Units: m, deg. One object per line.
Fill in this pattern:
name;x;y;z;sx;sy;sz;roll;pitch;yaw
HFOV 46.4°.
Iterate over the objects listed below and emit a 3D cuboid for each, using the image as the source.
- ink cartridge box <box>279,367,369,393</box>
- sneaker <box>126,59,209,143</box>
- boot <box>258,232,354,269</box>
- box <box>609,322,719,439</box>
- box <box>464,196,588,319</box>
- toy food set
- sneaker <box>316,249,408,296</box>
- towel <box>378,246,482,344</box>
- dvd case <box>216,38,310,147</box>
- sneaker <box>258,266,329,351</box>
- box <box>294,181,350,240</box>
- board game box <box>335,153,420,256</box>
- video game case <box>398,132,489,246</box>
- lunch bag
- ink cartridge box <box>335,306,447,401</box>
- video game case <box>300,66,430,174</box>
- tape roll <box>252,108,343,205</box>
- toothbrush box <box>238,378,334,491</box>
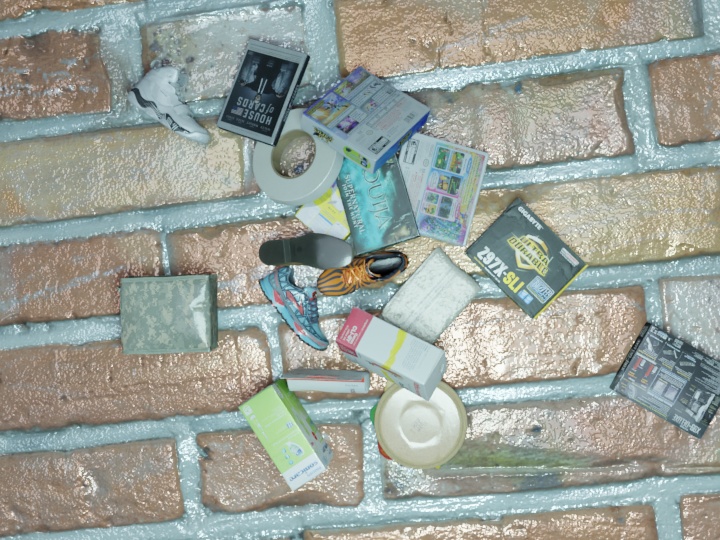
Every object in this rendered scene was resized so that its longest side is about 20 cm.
ink cartridge box;-0.066;0.227;1.677;0.161;0.200;0.050;2;91;5
sneaker;-0.385;-0.356;1.766;0.200;0.075;0.115;33;95;7
boot;-0.104;-0.038;1.734;0.199;0.075;0.074;1;87;16
box;0.631;0.222;1.693;0.200;0.050;0.158;29;93;4
box;0.337;-0.024;1.720;0.200;0.049;0.160;45;95;3
toy food set;0.120;0.314;1.738;0.199;0.049;0.199;26;92;4
sneaker;0.000;0.000;1.715;0.199;0.112;0.078;-20;88;5
towel;0.142;0.067;1.743;0.132;0.034;0.200;42;94;2
dvd case;-0.203;-0.372;1.750;0.150;0.025;0.201;21;89;24
sneaker;-0.120;0.076;1.743;0.095;0.079;0.200;-39;87;2
box;-0.031;-0.155;1.752;0.117;0.048;0.200;41;95;4
board game box;0.030;-0.144;1.697;0.135;0.028;0.201;-17;83;10
video game case;0.154;-0.168;1.728;0.181;0.024;0.201;15;89;-7
lunch bag;-0.402;0.090;1.748;0.199;0.118;0.165;-1;91;0
ink cartridge box;0.064;0.167;1.668;0.199;0.145;0.084;25;74;17
video game case;0.011;-0.304;1.680;0.181;0.046;0.200;35;56;14
tape roll;-0.130;-0.233;1.725;0.202;0.037;0.204;-7;74;24
toothbrush box;-0.148;0.328;1.712;0.086;0.146;0.200;-33;87;4
